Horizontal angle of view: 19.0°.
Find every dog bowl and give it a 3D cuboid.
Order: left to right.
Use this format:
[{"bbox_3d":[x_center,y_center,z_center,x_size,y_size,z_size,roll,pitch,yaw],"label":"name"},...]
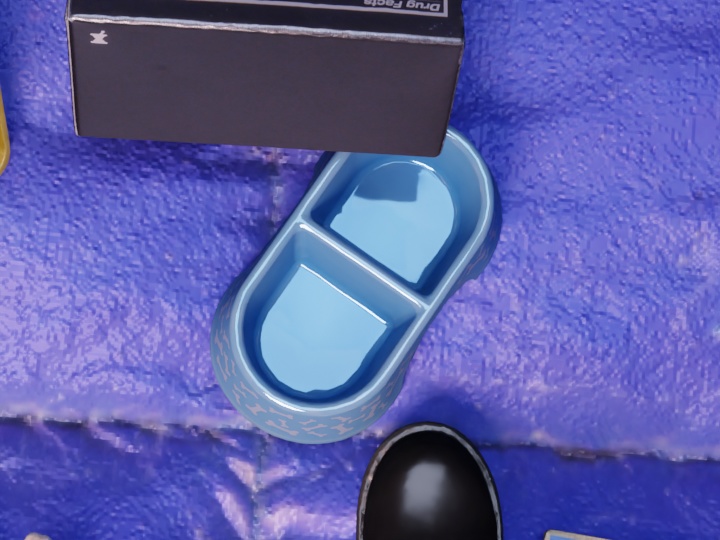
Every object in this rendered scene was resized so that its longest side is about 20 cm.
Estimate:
[{"bbox_3d":[0.000,0.000,1.167,0.111,0.050,0.200,35,80,2],"label":"dog bowl"}]

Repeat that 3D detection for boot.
[{"bbox_3d":[0.042,0.176,1.084,0.079,0.158,0.211,0,80,-4],"label":"boot"}]

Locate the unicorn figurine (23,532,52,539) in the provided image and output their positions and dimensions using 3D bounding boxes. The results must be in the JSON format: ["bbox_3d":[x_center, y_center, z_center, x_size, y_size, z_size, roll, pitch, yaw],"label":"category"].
[{"bbox_3d":[-0.234,0.152,1.106,0.200,0.074,0.137,-27,78,-11],"label":"unicorn figurine"}]

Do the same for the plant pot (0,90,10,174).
[{"bbox_3d":[-0.315,-0.092,1.074,0.176,0.200,0.200,27,56,17],"label":"plant pot"}]

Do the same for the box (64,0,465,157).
[{"bbox_3d":[-0.049,-0.175,1.135,0.200,0.123,0.199,4,61,-3],"label":"box"}]

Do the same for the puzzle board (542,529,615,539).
[{"bbox_3d":[0.158,0.249,1.153,0.151,0.017,0.200,10,79,-1],"label":"puzzle board"}]
